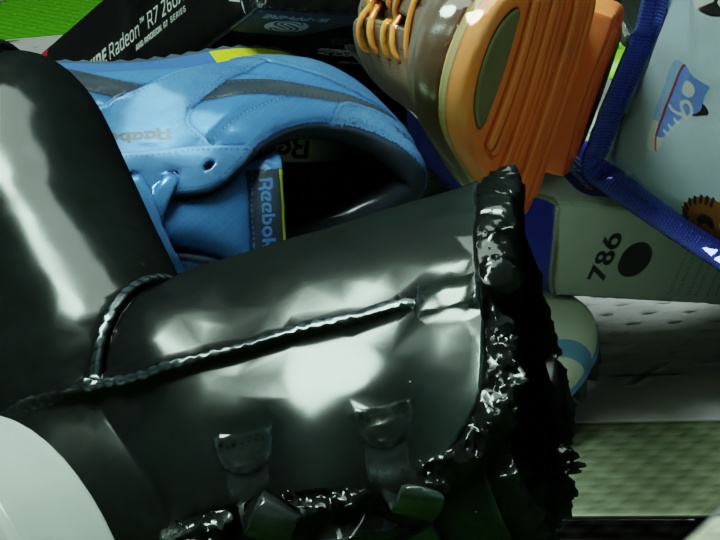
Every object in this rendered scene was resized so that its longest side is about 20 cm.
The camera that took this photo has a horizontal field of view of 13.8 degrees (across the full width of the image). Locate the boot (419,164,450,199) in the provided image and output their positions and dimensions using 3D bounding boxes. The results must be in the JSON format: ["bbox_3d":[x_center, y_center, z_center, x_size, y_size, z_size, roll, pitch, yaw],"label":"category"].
[{"bbox_3d":[0.000,0.000,1.095,0.130,0.068,0.200,11,-19,-35],"label":"boot"}]

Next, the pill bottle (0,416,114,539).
[{"bbox_3d":[-0.142,0.090,0.535,0.199,0.113,0.112,-15,12,-37],"label":"pill bottle"}]

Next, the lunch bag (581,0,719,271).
[{"bbox_3d":[0.198,-0.031,0.909,0.200,0.124,0.170,34,31,31],"label":"lunch bag"}]

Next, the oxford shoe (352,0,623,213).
[{"bbox_3d":[0.027,-0.060,0.850,0.073,0.072,0.200,20,3,8],"label":"oxford shoe"}]

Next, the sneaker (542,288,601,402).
[{"bbox_3d":[-0.003,0.028,0.891,0.199,0.073,0.072,-14,10,-39],"label":"sneaker"}]

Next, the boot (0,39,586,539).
[{"bbox_3d":[-0.032,0.008,0.769,0.161,0.073,0.199,-15,52,15],"label":"boot"}]

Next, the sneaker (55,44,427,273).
[{"bbox_3d":[-0.072,-0.025,0.894,0.199,0.066,0.078,-11,26,-30],"label":"sneaker"}]

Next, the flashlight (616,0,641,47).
[{"bbox_3d":[0.203,-0.118,1.197,0.199,0.068,0.068,-12,-9,-18],"label":"flashlight"}]

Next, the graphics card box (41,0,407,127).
[{"bbox_3d":[-0.025,-0.078,1.042,0.125,0.051,0.200,2,-14,-26],"label":"graphics card box"}]

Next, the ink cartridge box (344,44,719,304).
[{"bbox_3d":[0.091,-0.029,0.991,0.199,0.039,0.100,6,28,-35],"label":"ink cartridge box"}]

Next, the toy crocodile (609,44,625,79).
[{"bbox_3d":[0.094,-0.096,1.563,0.067,0.062,0.200,-13,7,-24],"label":"toy crocodile"}]
